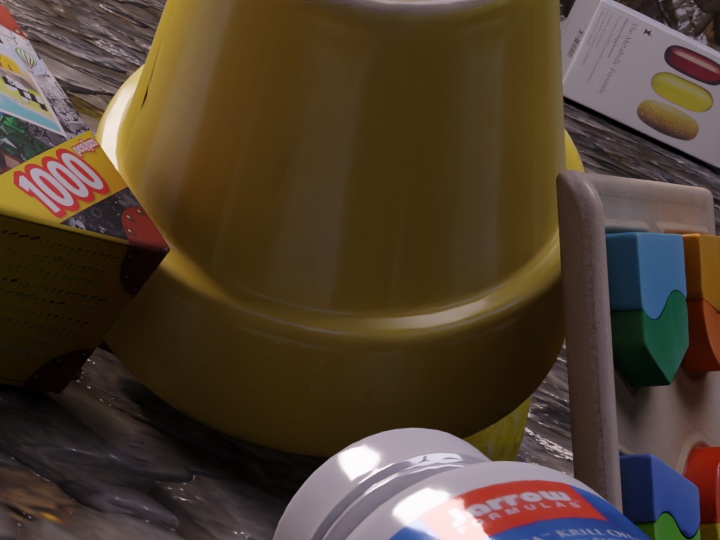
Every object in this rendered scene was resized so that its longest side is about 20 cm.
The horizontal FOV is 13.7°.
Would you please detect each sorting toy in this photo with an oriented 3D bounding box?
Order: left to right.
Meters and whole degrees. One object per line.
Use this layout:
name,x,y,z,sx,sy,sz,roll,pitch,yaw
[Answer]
sorting toy,0.120,0.057,1.161,0.036,0.186,0.200,-4,-3,20

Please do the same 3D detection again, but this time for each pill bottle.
pill bottle,0.049,0.120,0.820,0.112,0.113,0.200,20,11,-32

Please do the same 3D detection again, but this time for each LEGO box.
LEGO box,-0.188,-0.045,1.072,0.200,0.077,0.149,14,32,-49

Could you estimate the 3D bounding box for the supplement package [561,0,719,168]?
supplement package,0.309,-0.205,3.188,0.199,0.114,0.110,23,9,-11

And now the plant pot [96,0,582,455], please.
plant pot,-0.002,-0.064,1.156,0.200,0.189,0.201,6,41,-5

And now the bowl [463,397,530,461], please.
bowl,0.000,0.000,1.339,0.200,0.108,0.200,25,9,-4
